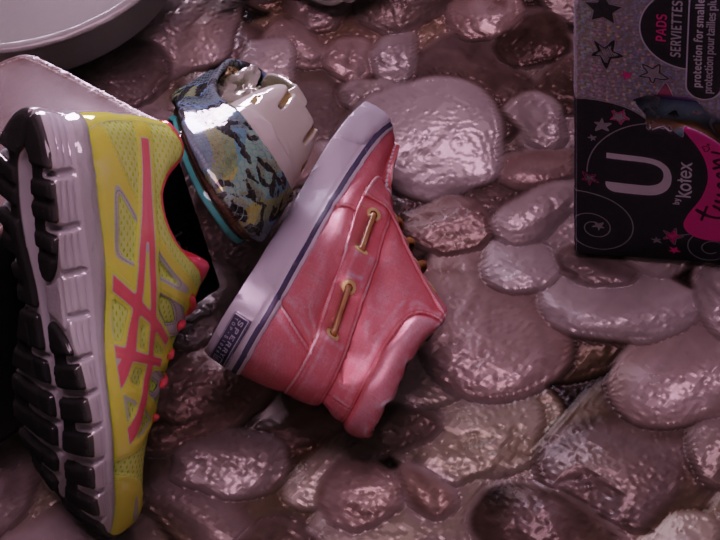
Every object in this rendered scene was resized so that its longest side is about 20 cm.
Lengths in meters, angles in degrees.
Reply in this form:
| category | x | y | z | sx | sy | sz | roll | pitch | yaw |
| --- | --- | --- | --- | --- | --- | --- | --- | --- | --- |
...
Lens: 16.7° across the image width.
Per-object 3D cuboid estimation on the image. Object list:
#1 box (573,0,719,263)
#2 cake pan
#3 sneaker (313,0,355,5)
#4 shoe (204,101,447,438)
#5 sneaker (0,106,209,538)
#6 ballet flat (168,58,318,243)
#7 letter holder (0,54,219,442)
| category | x | y | z | sx | sy | sz | roll | pitch | yaw |
| --- | --- | --- | --- | --- | --- | --- | --- | --- | --- |
| box | 0.161 | -0.116 | 1.185 | 0.114 | 0.201 | 0.133 | 4 | 48 | 10 |
| cake pan | -0.186 | -0.178 | 1.368 | 0.198 | 0.037 | 0.201 | -5 | 47 | 5 |
| sneaker | 0.007 | -0.188 | 1.352 | 0.198 | 0.077 | 0.081 | -3 | 55 | 11 |
| shoe | 0.000 | 0.000 | 1.189 | 0.091 | 0.072 | 0.200 | 31 | 39 | -2 |
| sneaker | -0.105 | 0.023 | 1.101 | 0.090 | 0.202 | 0.078 | -12 | 20 | -32 |
| ballet flat | -0.055 | -0.067 | 1.189 | 0.074 | 0.075 | 0.200 | -12 | 17 | -7 |
| letter holder | -0.195 | -0.001 | 1.176 | 0.199 | 0.101 | 0.142 | -36 | 40 | -24 |
